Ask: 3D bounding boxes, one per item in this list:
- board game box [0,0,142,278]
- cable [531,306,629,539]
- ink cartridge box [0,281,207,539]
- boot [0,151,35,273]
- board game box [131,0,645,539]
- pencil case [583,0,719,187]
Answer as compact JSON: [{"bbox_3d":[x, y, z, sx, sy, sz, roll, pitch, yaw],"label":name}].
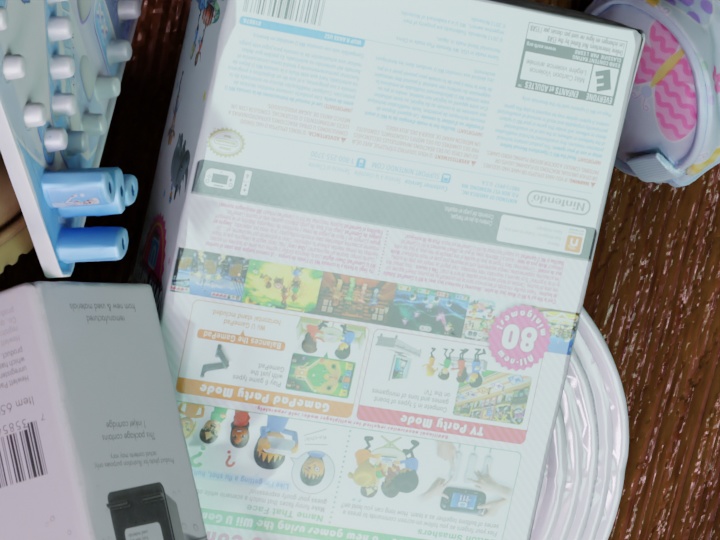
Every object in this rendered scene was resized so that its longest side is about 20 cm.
[{"bbox_3d":[-0.089,-0.135,0.902,0.200,0.026,0.200,-80,163,-44],"label":"board game box"},{"bbox_3d":[0.003,0.070,1.081,0.199,0.069,0.201,-13,102,-14],"label":"cable"},{"bbox_3d":[-0.107,0.114,0.926,0.067,0.116,0.201,2,73,-60],"label":"ink cartridge box"},{"bbox_3d":[-0.175,-0.077,0.846,0.175,0.066,0.201,-24,122,-32],"label":"boot"},{"bbox_3d":[0.000,0.000,0.995,0.147,0.064,0.201,10,98,-18],"label":"board game box"},{"bbox_3d":[0.181,-0.105,1.289,0.200,0.083,0.091,-23,114,-38],"label":"pencil case"}]
